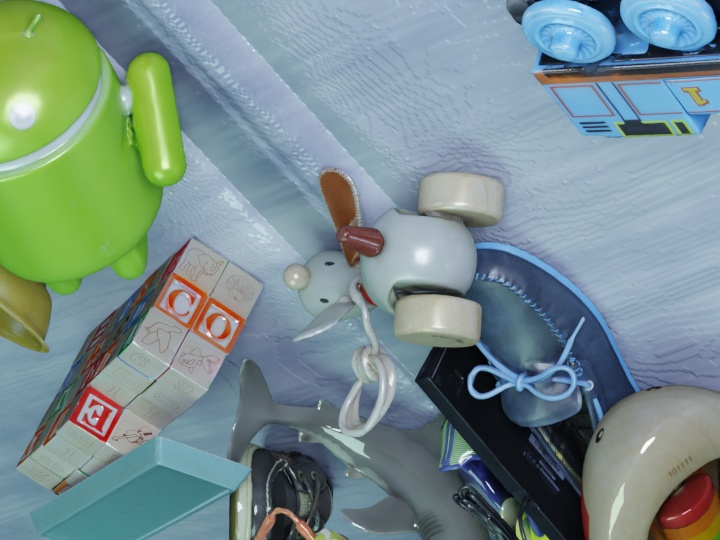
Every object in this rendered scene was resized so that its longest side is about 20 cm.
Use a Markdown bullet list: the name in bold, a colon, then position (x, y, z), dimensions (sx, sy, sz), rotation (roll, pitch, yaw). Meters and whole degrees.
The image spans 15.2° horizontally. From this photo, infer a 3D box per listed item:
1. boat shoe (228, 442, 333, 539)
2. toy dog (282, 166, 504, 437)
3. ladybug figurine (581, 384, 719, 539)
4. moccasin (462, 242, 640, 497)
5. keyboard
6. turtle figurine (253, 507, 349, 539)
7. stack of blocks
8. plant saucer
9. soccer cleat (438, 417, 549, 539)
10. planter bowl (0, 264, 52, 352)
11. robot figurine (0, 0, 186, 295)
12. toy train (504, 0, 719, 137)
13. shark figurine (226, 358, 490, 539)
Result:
- **boat shoe**: position (-0.051, 0.151, 1.800), dimensions (0.065, 0.072, 0.201), rotation (4, 180, 3)
- **toy dog**: position (0.000, 0.000, 1.536), dimensions (0.096, 0.133, 0.200), rotation (15, 146, -25)
- **ladybug figurine**: position (0.186, 0.138, 1.591), dimensions (0.072, 0.135, 0.201), rotation (41, 163, 41)
- **moccasin**: position (0.117, 0.065, 1.579), dimensions (0.080, 0.068, 0.200), rotation (-6, 137, 44)
- **keyboard**: position (0.099, 0.130, 1.612), dimensions (0.021, 0.127, 0.200), rotation (-28, 111, 36)
- **turtle figurine**: position (0.015, 0.227, 1.728), dimensions (0.160, 0.064, 0.201), rotation (21, 140, 26)
- **stack of blocks**: position (-0.146, 0.071, 1.753), dimensions (0.058, 0.116, 0.200), rotation (33, 149, -11)
- **plant saucer**: position (-0.146, 0.151, 1.749), dimensions (0.070, 0.019, 0.200), rotation (21, 151, -24)
- **soccer cleat**: position (0.124, 0.150, 1.688), dimensions (0.200, 0.084, 0.065), rotation (40, 147, -21)
- **planter bowl**: position (-0.258, -0.036, 1.684), dimensions (0.200, 0.084, 0.200), rotation (31, 170, 6)
- **robot figurine**: position (-0.186, -0.074, 1.558), dimensions (0.174, 0.116, 0.201), rotation (-12, 138, 11)
- **toy train**: position (0.164, -0.120, 1.248), dimensions (0.199, 0.087, 0.114), rotation (-1, 149, 36)
- **shark figurine**: position (0.019, 0.112, 1.736), dimensions (0.214, 0.128, 0.090), rotation (34, 120, 0)
